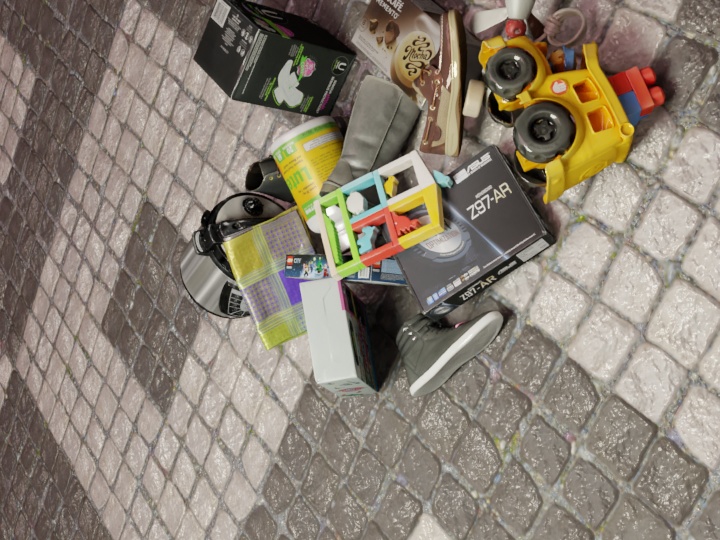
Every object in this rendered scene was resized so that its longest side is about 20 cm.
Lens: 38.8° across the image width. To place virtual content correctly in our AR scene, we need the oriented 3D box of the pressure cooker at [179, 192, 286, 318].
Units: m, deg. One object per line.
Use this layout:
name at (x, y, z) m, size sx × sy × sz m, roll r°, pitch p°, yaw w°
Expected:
pressure cooker at (-0.196, -0.031, 1.700) m, size 0.179 × 0.176 × 0.200 m, roll 39°, pitch 138°, yaw -6°

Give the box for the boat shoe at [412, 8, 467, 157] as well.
boat shoe at (0.105, -0.252, 1.384) m, size 0.072 × 0.072 × 0.200 m, roll 5°, pitch 118°, yaw 11°

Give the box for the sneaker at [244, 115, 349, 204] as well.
sneaker at (-0.101, -0.181, 1.676) m, size 0.200 × 0.106 × 0.075 m, roll -47°, pitch 55°, yaw 35°

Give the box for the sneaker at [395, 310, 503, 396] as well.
sneaker at (0.115, 0.089, 1.438) m, size 0.200 × 0.071 × 0.099 m, roll -47°, pitch 59°, yaw 40°

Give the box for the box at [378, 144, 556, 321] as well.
box at (0.142, -0.052, 1.389) m, size 0.200 × 0.044 × 0.160 m, roll -34°, pitch 61°, yaw 17°

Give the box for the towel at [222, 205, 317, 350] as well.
towel at (-0.124, 0.012, 1.620) m, size 0.023 × 0.143 × 0.200 m, roll 5°, pitch 116°, yaw 68°

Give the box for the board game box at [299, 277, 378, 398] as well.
board game box at (-0.029, 0.103, 1.509) m, size 0.064 × 0.200 × 0.148 m, roll -11°, pitch 76°, yaw 6°

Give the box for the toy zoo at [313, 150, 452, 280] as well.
toy zoo at (0.036, -0.083, 1.413) m, size 0.200 × 0.020 × 0.131 m, roll -25°, pitch 58°, yaw 17°

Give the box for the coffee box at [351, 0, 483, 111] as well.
coffee box at (0.086, -0.330, 1.497) m, size 0.200 × 0.080 × 0.113 m, roll 52°, pitch 124°, yaw 37°

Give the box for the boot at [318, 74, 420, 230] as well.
boot at (0.047, -0.168, 1.524) m, size 0.200 × 0.182 × 0.073 m, roll -65°, pitch 15°, yaw -17°

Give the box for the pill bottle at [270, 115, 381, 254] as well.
pill bottle at (-0.049, -0.128, 1.584) m, size 0.111 × 0.111 × 0.200 m, roll -30°, pitch 86°, yaw 43°

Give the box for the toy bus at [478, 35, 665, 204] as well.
toy bus at (0.258, -0.210, 1.243) m, size 0.192 × 0.136 × 0.200 m, roll -25°, pitch 75°, yaw 5°

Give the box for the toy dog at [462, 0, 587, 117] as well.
toy dog at (0.200, -0.292, 1.360) m, size 0.200 × 0.132 × 0.096 m, roll -59°, pitch 10°, yaw 22°

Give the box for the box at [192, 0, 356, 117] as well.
box at (-0.140, -0.347, 1.662) m, size 0.149 × 0.200 × 0.124 m, roll 48°, pitch 120°, yaw 40°

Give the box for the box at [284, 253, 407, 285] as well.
box at (0.000, 0.000, 1.526) m, size 0.200 × 0.136 × 0.038 m, roll 2°, pitch 87°, yaw 48°
